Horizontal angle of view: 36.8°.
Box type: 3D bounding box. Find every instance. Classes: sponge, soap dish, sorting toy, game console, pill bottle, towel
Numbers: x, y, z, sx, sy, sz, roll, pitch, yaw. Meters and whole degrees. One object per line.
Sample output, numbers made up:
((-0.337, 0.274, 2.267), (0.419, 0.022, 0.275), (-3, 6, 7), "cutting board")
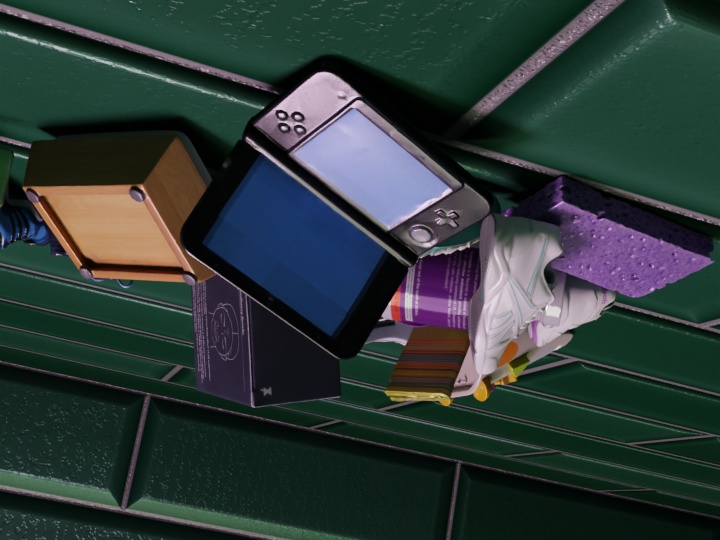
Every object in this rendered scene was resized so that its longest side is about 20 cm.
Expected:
((0.238, -0.028, 1.064), (0.198, 0.030, 0.111), (18, 150, -26), "sponge")
((-0.235, -0.061, 1.098), (0.198, 0.082, 0.158), (2, 135, 31), "soap dish")
((0.203, 0.117, 1.543), (0.178, 0.108, 0.200), (-12, 176, -27), "sorting toy")
((-0.017, -0.042, 0.901), (0.199, 0.119, 0.170), (36, 139, -23), "game console")
((0.118, 0.008, 1.155), (0.197, 0.114, 0.113), (8, 165, 10), "pill bottle")
((0.100, 0.063, 1.219), (0.085, 0.201, 0.018), (-2, 138, 39), "towel")

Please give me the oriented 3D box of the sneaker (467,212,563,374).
((0.148, 0.031, 1.046), (0.079, 0.071, 0.202), (1, 135, -5), "sneaker")

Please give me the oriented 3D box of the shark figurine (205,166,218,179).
((-0.080, -0.056, 1.111), (0.212, 0.091, 0.128), (3, 165, 31), "shark figurine")

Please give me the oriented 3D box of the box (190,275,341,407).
((-0.111, 0.064, 1.209), (0.106, 0.151, 0.199), (-3, -179, -25), "box")

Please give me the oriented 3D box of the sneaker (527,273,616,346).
((0.248, 0.045, 1.278), (0.098, 0.076, 0.200), (-8, 173, -1), "sneaker")

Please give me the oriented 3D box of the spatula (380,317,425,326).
((0.026, 0.051, 1.267), (0.056, 0.021, 0.199), (-20, -171, -33), "spatula")

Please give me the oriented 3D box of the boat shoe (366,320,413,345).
((0.026, 0.066, 1.469), (0.200, 0.076, 0.086), (-6, -169, -35), "boat shoe")

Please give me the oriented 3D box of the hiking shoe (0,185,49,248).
((-0.449, -0.059, 1.342), (0.073, 0.088, 0.200), (6, 164, 16), "hiking shoe")

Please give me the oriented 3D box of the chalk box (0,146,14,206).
((-0.455, -0.109, 1.095), (0.197, 0.126, 0.124), (8, 165, 7), "chalk box")

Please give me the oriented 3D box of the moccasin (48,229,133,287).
((-0.350, -0.019, 1.455), (0.080, 0.069, 0.199), (0, 163, 35), "moccasin")

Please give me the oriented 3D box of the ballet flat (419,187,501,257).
((0.039, -0.040, 1.026), (0.198, 0.077, 0.064), (-17, -174, -25), "ballet flat")
